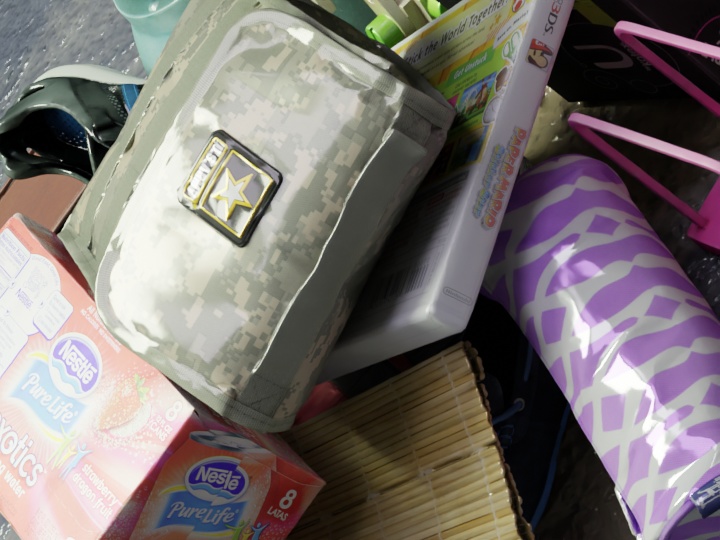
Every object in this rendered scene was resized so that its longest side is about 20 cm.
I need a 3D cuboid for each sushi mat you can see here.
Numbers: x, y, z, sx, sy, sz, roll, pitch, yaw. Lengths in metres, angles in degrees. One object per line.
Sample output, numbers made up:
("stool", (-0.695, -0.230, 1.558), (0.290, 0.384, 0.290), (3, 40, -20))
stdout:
("sushi mat", (0.007, 0.105, 1.106), (0.200, 0.012, 0.096), (-30, 71, 51))

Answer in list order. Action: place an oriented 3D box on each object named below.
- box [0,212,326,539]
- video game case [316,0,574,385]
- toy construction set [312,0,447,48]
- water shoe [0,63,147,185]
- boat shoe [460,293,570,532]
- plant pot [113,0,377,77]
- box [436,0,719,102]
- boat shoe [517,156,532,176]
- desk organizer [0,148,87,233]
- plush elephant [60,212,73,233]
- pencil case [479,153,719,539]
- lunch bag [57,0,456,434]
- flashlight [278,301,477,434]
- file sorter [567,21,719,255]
("box", (-0.119, 0.072, 1.132), (0.103, 0.095, 0.200), (-54, 42, 4))
("video game case", (0.026, -0.042, 1.120), (0.200, 0.023, 0.183), (-26, 42, 65))
("toy construction set", (0.044, -0.188, 1.277), (0.200, 0.131, 0.092), (-36, 35, 2))
("water shoe", (-0.111, -0.066, 1.324), (0.199, 0.072, 0.079), (4, 32, 33))
("boat shoe", (0.053, 0.061, 1.133), (0.084, 0.069, 0.201), (-4, 61, 49))
("plant pot", (-0.057, -0.162, 1.388), (0.200, 0.134, 0.201), (-31, 41, 32))
("box", (0.131, -0.202, 1.177), (0.124, 0.148, 0.201), (4, 66, 52))
("boat shoe", (0.000, 0.000, 1.247), (0.200, 0.068, 0.072), (-42, 37, 20))
("desk organizer", (-0.187, -0.011, 1.482), (0.200, 0.072, 0.077), (-53, 37, 5))
("plush elephant", (-0.134, 0.024, 1.318), (0.155, 0.165, 0.200), (-44, 37, 5))
("pencil case", (0.116, 0.042, 1.030), (0.085, 0.084, 0.200), (-39, 50, 12))
("lunch bag", (-0.043, -0.035, 1.089), (0.165, 0.117, 0.200), (-60, 23, 7))
("flashlight", (-0.023, 0.078, 1.212), (0.200, 0.068, 0.068), (-46, 38, 15))
("file sorter", (0.202, -0.106, 1.036), (0.201, 0.125, 0.139), (-59, 35, -3))
